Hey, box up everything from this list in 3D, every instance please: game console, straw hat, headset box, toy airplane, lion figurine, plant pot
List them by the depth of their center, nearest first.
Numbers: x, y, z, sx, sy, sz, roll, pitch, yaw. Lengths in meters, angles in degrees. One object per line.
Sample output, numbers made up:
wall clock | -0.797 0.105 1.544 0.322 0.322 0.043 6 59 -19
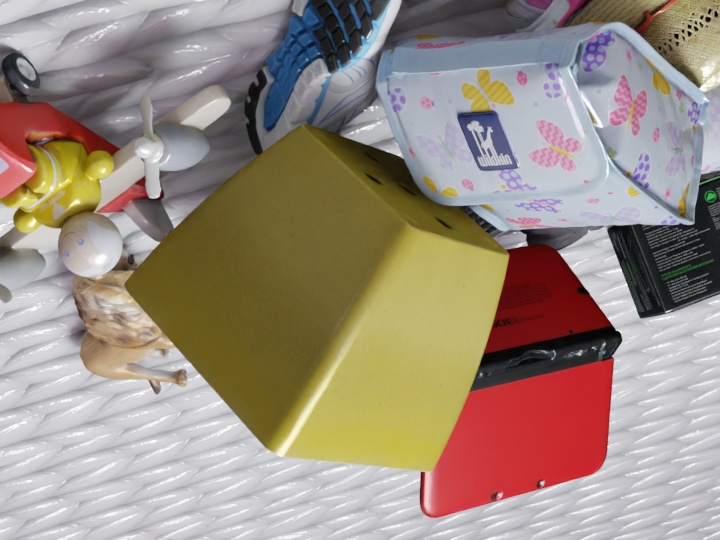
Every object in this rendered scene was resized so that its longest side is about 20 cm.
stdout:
toy airplane | -0.195 -0.052 1.277 0.198 0.142 0.200 -9 147 -18
plant pot | -0.013 0.011 1.316 0.200 0.200 0.177 13 116 -52
straw hat | 0.240 -0.175 1.320 0.201 0.085 0.201 -32 169 -7
game console | 0.107 0.086 1.496 0.199 0.173 0.119 -10 142 -34
lion figurine | -0.197 0.056 1.516 0.122 0.073 0.200 3 147 -21
headset box | 0.319 -0.031 1.584 0.173 0.093 0.200 -21 176 2

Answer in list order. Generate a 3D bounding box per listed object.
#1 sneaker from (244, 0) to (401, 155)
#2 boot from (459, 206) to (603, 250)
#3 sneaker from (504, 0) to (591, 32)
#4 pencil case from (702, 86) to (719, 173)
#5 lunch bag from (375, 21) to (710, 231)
sneaker | -0.010 -0.157 1.299 0.086 0.075 0.200 -9 155 -34
boot | 0.137 -0.044 1.553 0.199 0.070 0.132 -19 155 8
sneaker | 0.139 -0.230 1.255 0.081 0.088 0.200 -40 176 -21
pencil case | 0.226 -0.110 1.449 0.199 0.091 0.083 -13 171 -29
lunch bag | 0.124 -0.102 1.264 0.169 0.128 0.200 0 160 36
